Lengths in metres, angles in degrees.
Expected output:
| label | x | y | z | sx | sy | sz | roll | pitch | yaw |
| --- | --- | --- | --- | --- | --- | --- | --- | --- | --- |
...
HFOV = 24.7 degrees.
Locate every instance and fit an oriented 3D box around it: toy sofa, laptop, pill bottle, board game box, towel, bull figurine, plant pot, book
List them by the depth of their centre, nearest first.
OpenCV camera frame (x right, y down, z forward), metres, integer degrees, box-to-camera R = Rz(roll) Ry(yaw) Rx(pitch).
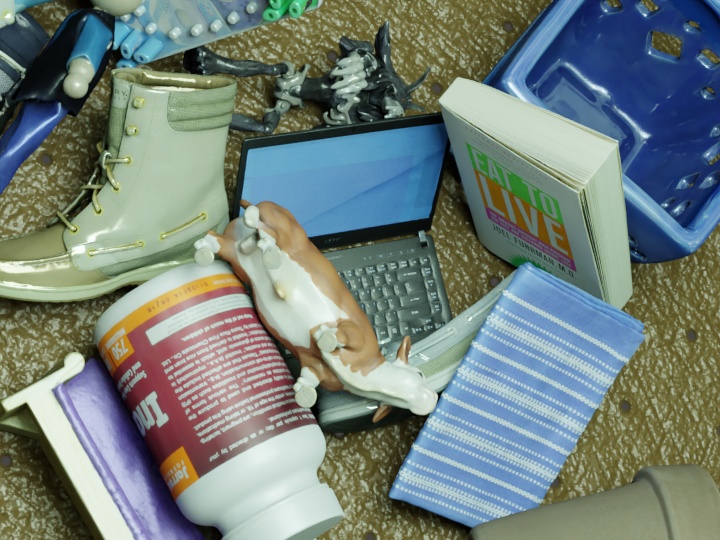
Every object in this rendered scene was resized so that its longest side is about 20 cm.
| label | x | y | z | sx | sy | sz | roll | pitch | yaw |
| --- | --- | --- | --- | --- | --- | --- | --- | --- | --- |
| board game box | -0.149 | -0.237 | 1.122 | 0.200 | 0.200 | 0.026 | 57 | 47 | -24 |
| bull figurine | -0.031 | 0.033 | 1.128 | 0.065 | 0.121 | 0.200 | -43 | 82 | 13 |
| toy sofa | -0.167 | 0.155 | 1.136 | 0.097 | 0.083 | 0.200 | -29 | 89 | -24 |
| pill bottle | -0.095 | 0.103 | 1.144 | 0.113 | 0.113 | 0.200 | -23 | 75 | -25 |
| plant pot | 0.169 | 0.243 | 1.205 | 0.174 | 0.200 | 0.201 | -1 | 77 | -5 |
| book | 0.133 | -0.052 | 1.221 | 0.133 | 0.200 | 0.048 | 32 | 72 | 28 |
| towel | 0.120 | 0.103 | 1.224 | 0.145 | 0.024 | 0.200 | 27 | 95 | -38 |
| laptop | 0.000 | 0.000 | 1.231 | 0.177 | 0.103 | 0.201 | -10 | 80 | -23 |
| plant pot | 0.195 | -0.121 | 1.298 | 0.200 | 0.180 | 0.200 | 42 | 65 | -7 |

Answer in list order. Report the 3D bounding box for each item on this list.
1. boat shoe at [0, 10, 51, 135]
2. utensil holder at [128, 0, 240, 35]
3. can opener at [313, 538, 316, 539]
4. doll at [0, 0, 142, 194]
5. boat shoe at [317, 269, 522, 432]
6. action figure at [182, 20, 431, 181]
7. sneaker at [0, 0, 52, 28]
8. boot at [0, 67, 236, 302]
| label | x | y | z | sx | sy | sz | roll | pitch | yaw |
| --- | --- | --- | --- | --- | --- | --- | --- | --- | --- |
| boat shoe | -0.317 | -0.187 | 1.174 | 0.200 | 0.075 | 0.093 | 41 | 61 | -17 |
| utensil holder | -0.107 | -0.299 | 1.209 | 0.170 | 0.170 | 0.200 | 42 | 52 | -7 |
| can opener | -0.077 | 0.252 | 1.175 | 0.067 | 0.053 | 0.200 | 13 | 69 | 16 |
| doll | -0.208 | -0.125 | 1.118 | 0.048 | 0.136 | 0.200 | 36 | 83 | -18 |
| boat shoe | 0.052 | 0.063 | 1.232 | 0.202 | 0.074 | 0.065 | -24 | 77 | -17 |
| action figure | -0.032 | -0.125 | 1.245 | 0.199 | 0.102 | 0.119 | -2 | 122 | -18 |
| sneaker | -0.270 | -0.147 | 1.108 | 0.200 | 0.080 | 0.131 | -15 | 90 | -18 |
| boot | -0.180 | -0.062 | 1.151 | 0.200 | 0.072 | 0.155 | -8 | 118 | -29 |
